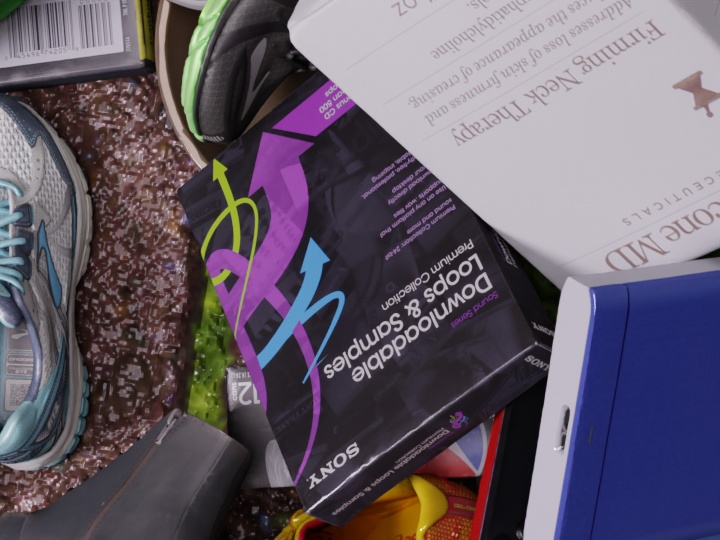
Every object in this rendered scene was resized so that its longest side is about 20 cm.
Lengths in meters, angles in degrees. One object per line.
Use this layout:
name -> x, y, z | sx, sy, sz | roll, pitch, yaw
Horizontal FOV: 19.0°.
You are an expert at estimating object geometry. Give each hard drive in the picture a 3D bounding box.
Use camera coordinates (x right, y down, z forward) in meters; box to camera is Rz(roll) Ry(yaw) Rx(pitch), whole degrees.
hard drive -> 0.167, 0.057, 0.977 | 0.025, 0.199, 0.133 | 32, 122, 50

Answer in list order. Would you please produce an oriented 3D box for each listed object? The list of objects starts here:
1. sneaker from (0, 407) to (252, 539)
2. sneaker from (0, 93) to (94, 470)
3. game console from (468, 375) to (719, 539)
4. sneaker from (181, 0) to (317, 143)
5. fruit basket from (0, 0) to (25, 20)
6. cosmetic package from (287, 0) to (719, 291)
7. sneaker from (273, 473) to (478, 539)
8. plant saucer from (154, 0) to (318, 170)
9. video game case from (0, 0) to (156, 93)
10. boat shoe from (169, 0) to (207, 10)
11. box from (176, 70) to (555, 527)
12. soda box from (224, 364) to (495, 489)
sneaker -> -0.121, 0.126, 1.080 | 0.075, 0.199, 0.107 | 39, 70, -27
sneaker -> -0.182, 0.003, 1.121 | 0.077, 0.086, 0.202 | -9, 85, 9
game console -> 0.139, 0.137, 1.003 | 0.199, 0.031, 0.178 | 25, 66, -22
sneaker -> -0.012, -0.135, 1.075 | 0.200, 0.077, 0.084 | -46, 76, 6
fruit basket -> -0.276, -0.190, 1.104 | 0.214, 0.156, 0.217 | 0, 85, -2
cosmetic package -> 0.110, -0.126, 0.964 | 0.200, 0.167, 0.167 | 41, 138, -21
sneaker -> -0.026, 0.146, 1.068 | 0.199, 0.077, 0.073 | -32, 49, 28
plant saucer -> -0.009, -0.119, 1.125 | 0.198, 0.029, 0.202 | -1, 87, 11
video game case -> -0.215, -0.186, 1.171 | 0.198, 0.025, 0.182 | -6, 86, 11
boat shoe -> -0.132, -0.212, 1.110 | 0.200, 0.064, 0.071 | 45, 96, 11
box -> 0.000, 0.000, 1.028 | 0.143, 0.036, 0.201 | -38, 57, 20
soda box -> 0.035, 0.073, 1.083 | 0.198, 0.071, 0.064 | -5, 86, 10
